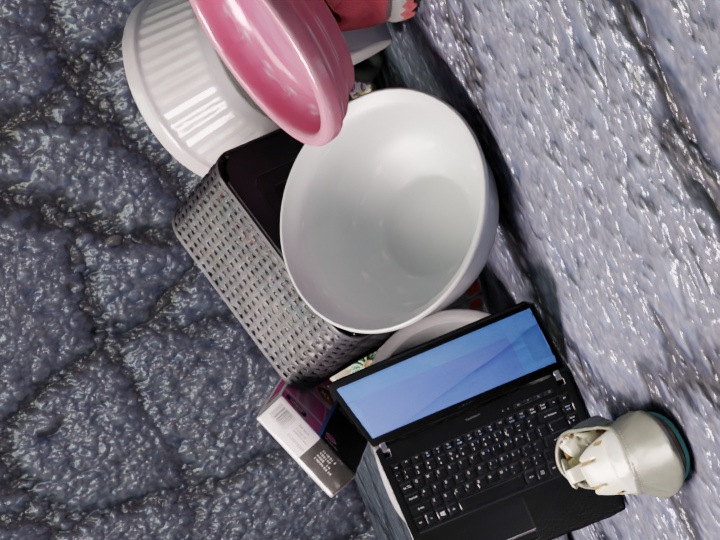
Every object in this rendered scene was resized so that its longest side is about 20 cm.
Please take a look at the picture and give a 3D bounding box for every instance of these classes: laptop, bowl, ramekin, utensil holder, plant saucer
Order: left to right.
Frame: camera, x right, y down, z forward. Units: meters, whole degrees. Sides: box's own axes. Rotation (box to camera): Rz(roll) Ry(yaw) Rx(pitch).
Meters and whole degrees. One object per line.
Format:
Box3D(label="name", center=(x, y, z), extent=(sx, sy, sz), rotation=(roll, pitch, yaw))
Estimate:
Box3D(label="ramekin", center=(-0.120, -0.189, 1.724), extent=(0.202, 0.094, 0.203), rotation=(32, -134, -39))
Box3D(label="plant saucer", center=(-0.070, -0.194, 1.452), extent=(0.201, 0.051, 0.201), rotation=(48, 164, 18))
Box3D(label="bowl", center=(0.039, -0.043, 1.492), extent=(0.090, 0.201, 0.201), rotation=(15, -138, -55))
Box3D(label="utensil holder", center=(0.091, 0.150, 1.651), extent=(0.200, 0.170, 0.170), rotation=(80, 164, -66))
Box3D(label="laptop", center=(0.097, 0.143, 1.471), extent=(0.103, 0.177, 0.200), rotation=(-33, -80, -83))

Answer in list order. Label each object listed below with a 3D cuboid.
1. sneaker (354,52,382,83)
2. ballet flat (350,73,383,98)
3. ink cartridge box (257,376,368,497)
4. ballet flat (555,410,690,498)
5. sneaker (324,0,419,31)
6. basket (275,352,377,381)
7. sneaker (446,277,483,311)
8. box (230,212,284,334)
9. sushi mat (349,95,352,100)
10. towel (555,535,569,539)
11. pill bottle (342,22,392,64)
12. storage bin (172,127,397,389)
Box3D(label="sneaker", center=(-0.056, -0.226, 1.663), extent=(0.200, 0.075, 0.081), rotation=(18, -159, -45))
Box3D(label="ballet flat", center=(-0.007, -0.138, 1.825), extent=(0.200, 0.072, 0.072), rotation=(82, 163, -64))
Box3D(label="ink cartridge box", center=(-0.036, 0.131, 1.628), extent=(0.095, 0.037, 0.200), rotation=(47, -170, -4))
Box3D(label="ballet flat", center=(0.186, 0.142, 1.339), extent=(0.200, 0.064, 0.067), rotation=(143, 103, -82))
Box3D(label="sneaker", center=(-0.001, -0.235, 1.406), extent=(0.074, 0.087, 0.200), rotation=(63, 172, 18))
Box3D(label="basket", center=(0.006, 0.076, 2.028), extent=(0.200, 0.176, 0.139), rotation=(44, 168, 21))
Box3D(label="sneaker", center=(0.070, -0.028, 1.709), extent=(0.082, 0.077, 0.200), rotation=(-60, -47, -66))
Box3D(label="box", center=(-0.035, -0.013, 1.857), extent=(0.164, 0.086, 0.200), rotation=(62, 155, -4))
Box3D(label="sushi mat", center=(0.018, -0.084, 1.734), extent=(0.200, 0.012, 0.096), rotation=(56, -151, -38))
Box3D(label="towel", center=(0.147, 0.249, 1.878), extent=(0.200, 0.085, 0.166), rotation=(-132, 20, -68))
Box3D(label="pill bottle", center=(-0.054, -0.269, 1.567), extent=(0.116, 0.116, 0.200), rotation=(144, 101, -83))
Box3D(label="storage bin", center=(-0.050, -0.015, 1.589), extent=(0.200, 0.135, 0.094), rotation=(52, 134, 10))
